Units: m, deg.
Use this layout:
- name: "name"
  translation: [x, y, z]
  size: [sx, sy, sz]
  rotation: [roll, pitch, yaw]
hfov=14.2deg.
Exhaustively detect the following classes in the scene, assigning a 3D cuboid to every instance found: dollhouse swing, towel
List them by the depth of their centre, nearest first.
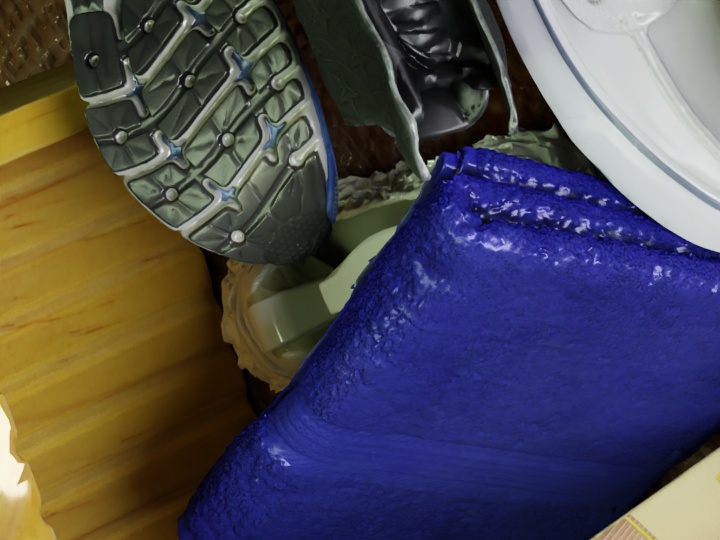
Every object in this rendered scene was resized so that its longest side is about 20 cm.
- name: "towel"
  translation: [0.043, 0.037, 0.918]
  size: [0.200, 0.147, 0.050]
  rotation: [-51, 39, 45]
- name: "dollhouse swing"
  translation: [-0.084, 0.042, 0.970]
  size: [0.176, 0.181, 0.201]
  rotation: [0, 112, 57]

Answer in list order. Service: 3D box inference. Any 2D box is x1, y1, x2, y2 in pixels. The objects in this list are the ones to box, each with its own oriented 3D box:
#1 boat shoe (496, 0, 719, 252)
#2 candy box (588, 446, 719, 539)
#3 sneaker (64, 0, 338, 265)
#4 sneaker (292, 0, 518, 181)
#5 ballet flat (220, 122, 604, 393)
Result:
- name: "boat shoe"
  translation: [0.077, -0.098, 0.846]
  size: [0.200, 0.074, 0.065]
  rotation: [55, 141, 5]
- name: "candy box"
  translation: [0.100, 0.127, 0.851]
  size: [0.116, 0.200, 0.055]
  rotation: [53, 136, 9]
- name: "sneaker"
  translation: [-0.057, -0.087, 0.969]
  size: [0.078, 0.089, 0.200]
  rotation: [-38, 65, 19]
- name: "sneaker"
  translation: [0.002, -0.083, 0.869]
  size: [0.200, 0.060, 0.104]
  rotation: [-159, 48, -82]
- name: "ballet flat"
  translation: [0.000, 0.000, 0.979]
  size: [0.200, 0.072, 0.072]
  rotation: [-26, 93, 48]
